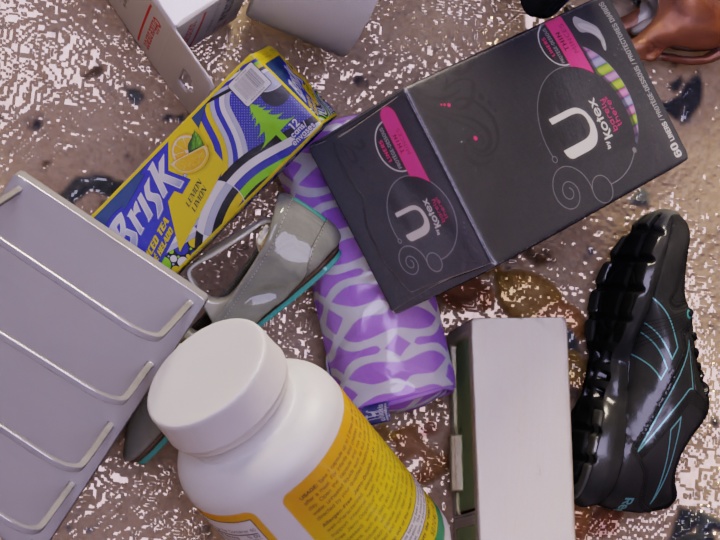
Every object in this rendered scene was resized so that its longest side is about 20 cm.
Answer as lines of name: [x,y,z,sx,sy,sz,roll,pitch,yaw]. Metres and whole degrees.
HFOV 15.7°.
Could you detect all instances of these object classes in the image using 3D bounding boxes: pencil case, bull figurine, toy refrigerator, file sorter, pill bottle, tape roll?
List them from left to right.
file sorter: [-0.209,0.069,1.542,0.139,0.125,0.200,34,103,-1]
pill bottle: [-0.039,0.125,1.569,0.113,0.113,0.200,-47,124,-13]
tape roll: [-0.002,-0.238,1.630,0.071,0.202,0.203,22,78,-5]
pencil case: [0.000,0.000,1.657,0.085,0.084,0.200,-16,82,26]
toy refrigerator: [0.093,0.133,1.652,0.070,0.076,0.200,-1,82,-10]
bull figurine: [0.183,-0.228,1.731,0.121,0.065,0.200,-17,83,-10]

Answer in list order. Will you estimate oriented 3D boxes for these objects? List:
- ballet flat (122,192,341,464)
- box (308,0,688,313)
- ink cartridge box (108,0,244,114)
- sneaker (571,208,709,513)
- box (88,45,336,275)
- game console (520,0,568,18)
ballet flat: [-0.095,0.032,1.614,0.064,0.067,0.200,41,102,-10]
box: [0.088,-0.074,1.624,0.200,0.106,0.122,-29,91,-41]
ink cartridge box: [-0.129,-0.202,1.644,0.068,0.115,0.200,-34,89,-12]
sneaker: [0.186,0.061,1.691,0.079,0.075,0.200,16,87,-19]
box: [-0.108,-0.046,1.609,0.200,0.070,0.064,-44,92,11]
game console: [0.093,-0.286,1.630,0.118,0.171,0.200,6,56,-34]
